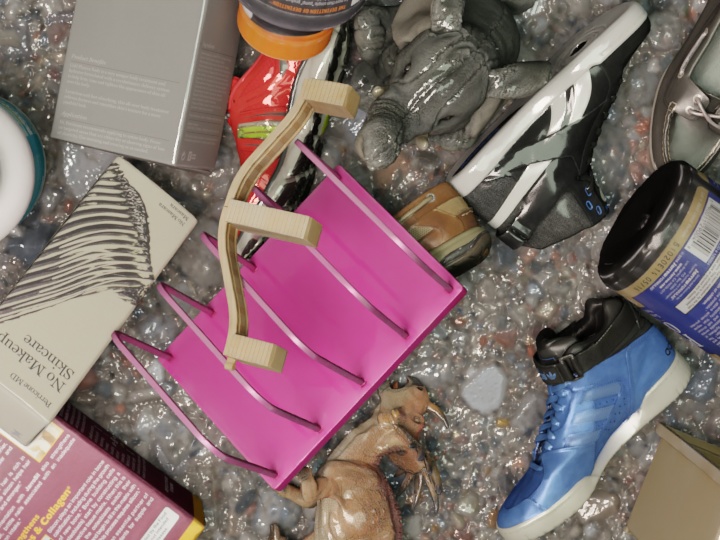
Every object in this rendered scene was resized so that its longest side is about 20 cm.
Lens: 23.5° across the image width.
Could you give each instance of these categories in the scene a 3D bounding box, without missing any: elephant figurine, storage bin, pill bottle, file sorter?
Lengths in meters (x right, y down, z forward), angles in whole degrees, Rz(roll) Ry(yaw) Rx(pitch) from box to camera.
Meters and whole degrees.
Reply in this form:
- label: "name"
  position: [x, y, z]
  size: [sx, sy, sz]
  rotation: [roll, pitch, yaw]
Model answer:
- label: "elephant figurine"
  position: [0.066, -0.143, 1.237]
  size: [0.140, 0.200, 0.157]
  rotation: [9, 95, -8]
- label: "storage bin"
  position: [0.322, 0.213, 1.305]
  size: [0.197, 0.200, 0.095]
  rotation: [22, 94, -9]
- label: "pill bottle"
  position: [-0.278, -0.069, 1.201]
  size: [0.110, 0.200, 0.112]
  rotation: [-1, 96, -7]
- label: "file sorter"
  position: [-0.054, 0.028, 1.215]
  size: [0.200, 0.125, 0.139]
  rotation: [-47, 68, 3]
- label: "pill bottle"
  position: [-0.034, -0.237, 1.173]
  size: [0.105, 0.107, 0.201]
  rotation: [10, 138, -8]
- label: "pill bottle"
  position: [0.291, 0.013, 1.325]
  size: [0.199, 0.112, 0.112]
  rotation: [33, 91, -9]

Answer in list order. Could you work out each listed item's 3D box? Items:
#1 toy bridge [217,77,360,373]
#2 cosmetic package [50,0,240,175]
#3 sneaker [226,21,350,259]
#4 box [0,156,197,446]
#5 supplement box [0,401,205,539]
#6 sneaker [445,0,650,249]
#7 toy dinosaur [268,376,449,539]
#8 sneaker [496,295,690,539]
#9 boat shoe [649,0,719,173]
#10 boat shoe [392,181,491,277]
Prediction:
- label: "toy bridge"
  position: [-0.059, -0.031, 1.148]
  size: [0.067, 0.027, 0.202]
  rotation: [13, 81, 23]
- label: "cosmetic package"
  position: [-0.146, -0.180, 1.252]
  size: [0.106, 0.090, 0.202]
  rotation: [15, 93, 16]
- label: "sneaker"
  position: [-0.071, -0.107, 1.300]
  size: [0.084, 0.077, 0.202]
  rotation: [20, 92, 12]
- label: "box"
  position: [-0.206, 0.020, 1.240]
  size: [0.082, 0.068, 0.201]
  rotation: [38, 58, -10]
- label: "supplement box"
  position: [-0.226, 0.166, 1.289]
  size: [0.199, 0.086, 0.111]
  rotation: [38, 90, -9]
- label: "sneaker"
  position: [0.170, -0.101, 1.325]
  size: [0.112, 0.073, 0.200]
  rotation: [44, 97, -12]
- label: "toy dinosaur"
  position: [0.003, 0.190, 1.326]
  size: [0.134, 0.086, 0.202]
  rotation: [1, 101, -14]
- label: "sneaker"
  position: [0.154, 0.107, 1.334]
  size: [0.200, 0.077, 0.111]
  rotation: [-45, 105, -5]
- label: "boat shoe"
  position: [0.280, -0.161, 1.334]
  size: [0.066, 0.057, 0.202]
  rotation: [23, 92, -9]
- label: "boat shoe"
  position: [0.000, 0.000, 1.311]
  size: [0.199, 0.076, 0.074]
  rotation: [-28, 82, 3]
